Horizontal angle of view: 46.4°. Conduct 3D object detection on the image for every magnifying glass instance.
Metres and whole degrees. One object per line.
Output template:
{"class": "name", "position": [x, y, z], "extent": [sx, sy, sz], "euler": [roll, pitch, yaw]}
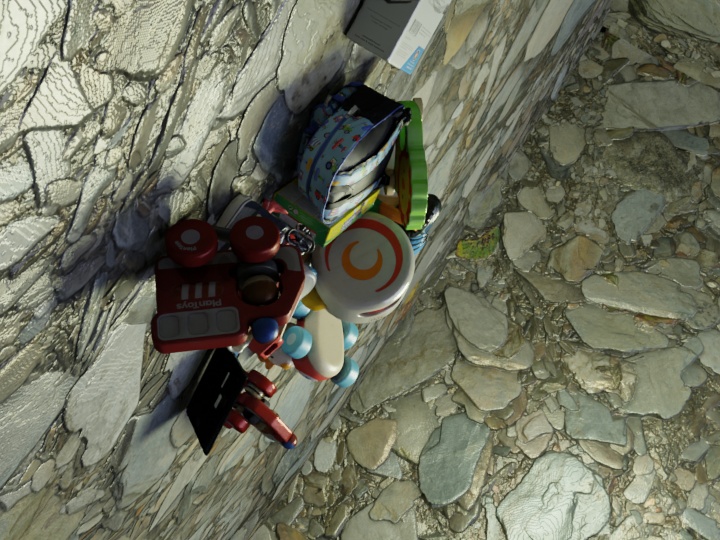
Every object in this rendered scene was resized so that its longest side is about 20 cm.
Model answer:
{"class": "magnifying glass", "position": [0.018, -0.121, 1.521], "extent": [0.022, 0.199, 0.080], "euler": [-53, 156, -28]}

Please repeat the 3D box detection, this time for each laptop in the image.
{"class": "laptop", "position": [-0.242, 0.216, 1.565], "extent": [0.103, 0.200, 0.178], "euler": [14, 113, -36]}

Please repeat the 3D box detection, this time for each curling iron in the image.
{"class": "curling iron", "position": [-0.154, -0.051, 1.180], "extent": [0.199, 0.026, 0.050], "euler": [6, 103, -31]}

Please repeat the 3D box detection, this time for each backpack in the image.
{"class": "backpack", "position": [-0.032, -0.180, 1.326], "extent": [0.200, 0.134, 0.183], "euler": [-47, 165, -41]}

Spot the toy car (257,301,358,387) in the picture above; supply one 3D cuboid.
{"class": "toy car", "position": [-0.135, 0.163, 1.736], "extent": [0.199, 0.184, 0.178], "euler": [-25, -132, 29]}

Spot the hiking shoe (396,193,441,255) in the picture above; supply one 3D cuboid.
{"class": "hiking shoe", "position": [0.099, -0.082, 1.596], "extent": [0.086, 0.075, 0.200], "euler": [-12, 156, -41]}

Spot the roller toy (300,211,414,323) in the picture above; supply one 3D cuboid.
{"class": "roller toy", "position": [0.000, 0.000, 1.509], "extent": [0.140, 0.182, 0.201], "euler": [106, 9, -73]}

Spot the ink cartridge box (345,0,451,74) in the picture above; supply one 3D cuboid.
{"class": "ink cartridge box", "position": [0.077, -0.416, 1.281], "extent": [0.201, 0.083, 0.145], "euler": [-60, 167, 13]}

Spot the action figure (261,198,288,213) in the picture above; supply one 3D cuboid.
{"class": "action figure", "position": [-0.185, -0.018, 1.310], "extent": [0.200, 0.052, 0.065], "euler": [-54, -152, -9]}

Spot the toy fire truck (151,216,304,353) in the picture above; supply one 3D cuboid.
{"class": "toy fire truck", "position": [-0.171, 0.029, 1.094], "extent": [0.112, 0.199, 0.169], "euler": [100, -18, -51]}

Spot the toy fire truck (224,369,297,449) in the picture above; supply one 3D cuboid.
{"class": "toy fire truck", "position": [-0.202, 0.292, 1.689], "extent": [0.112, 0.168, 0.200], "euler": [-53, -161, -19]}

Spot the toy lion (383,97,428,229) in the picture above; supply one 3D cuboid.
{"class": "toy lion", "position": [0.083, -0.177, 1.412], "extent": [0.192, 0.068, 0.201], "euler": [-108, -163, -68]}

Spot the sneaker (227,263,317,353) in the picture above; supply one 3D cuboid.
{"class": "sneaker", "position": [-0.151, 0.064, 1.416], "extent": [0.200, 0.081, 0.076], "euler": [-36, 132, 12]}

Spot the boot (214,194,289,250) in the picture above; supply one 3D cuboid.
{"class": "boot", "position": [-0.191, -0.007, 1.236], "extent": [0.201, 0.090, 0.073], "euler": [-58, 168, 3]}

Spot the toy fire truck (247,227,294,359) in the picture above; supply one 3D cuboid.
{"class": "toy fire truck", "position": [-0.150, 0.024, 1.359], "extent": [0.201, 0.141, 0.049], "euler": [-55, 168, -9]}

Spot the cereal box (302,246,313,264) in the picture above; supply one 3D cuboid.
{"class": "cereal box", "position": [-0.118, 0.000, 1.569], "extent": [0.200, 0.039, 0.145], "euler": [108, 6, -67]}

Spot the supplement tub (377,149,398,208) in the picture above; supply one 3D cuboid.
{"class": "supplement tub", "position": [0.040, -0.165, 1.625], "extent": [0.145, 0.144, 0.201], "euler": [-47, 164, -40]}

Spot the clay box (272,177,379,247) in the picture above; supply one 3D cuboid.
{"class": "clay box", "position": [-0.052, -0.125, 1.434], "extent": [0.200, 0.115, 0.048], "euler": [-42, 161, -50]}
